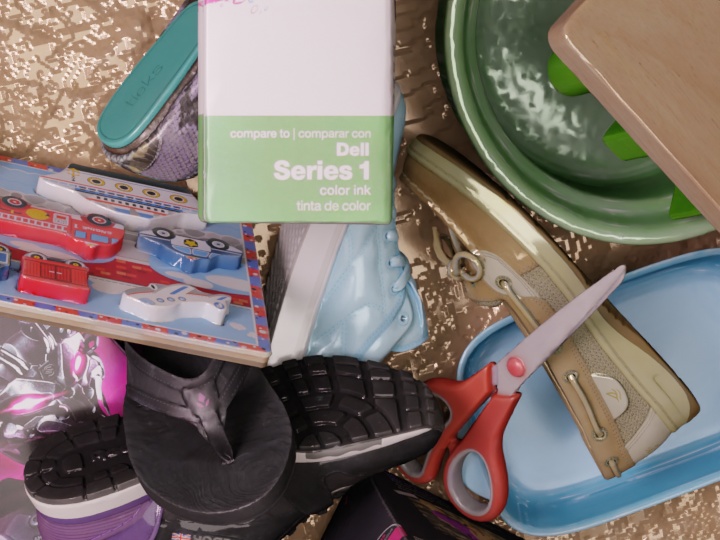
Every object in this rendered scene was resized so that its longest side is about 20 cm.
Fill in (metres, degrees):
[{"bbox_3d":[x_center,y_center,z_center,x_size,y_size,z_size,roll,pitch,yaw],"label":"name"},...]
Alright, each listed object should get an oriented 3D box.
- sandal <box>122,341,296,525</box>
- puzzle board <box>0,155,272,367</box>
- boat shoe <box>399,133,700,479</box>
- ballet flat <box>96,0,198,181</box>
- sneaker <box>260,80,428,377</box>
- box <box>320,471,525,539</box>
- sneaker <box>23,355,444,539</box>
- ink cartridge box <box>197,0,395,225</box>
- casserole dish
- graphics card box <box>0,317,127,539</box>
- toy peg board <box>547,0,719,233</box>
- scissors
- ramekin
[{"bbox_3d":[-0.084,0.040,0.976,0.075,0.201,0.048,-22,133,-1],"label":"sandal"},{"bbox_3d":[-0.142,-0.017,0.965,0.200,0.151,0.017,12,116,-14],"label":"puzzle board"},{"bbox_3d":[0.083,0.018,1.021,0.063,0.073,0.201,-43,110,4],"label":"boat shoe"},{"bbox_3d":[-0.053,-0.128,1.029,0.072,0.072,0.201,34,92,-11],"label":"ballet flat"},{"bbox_3d":[0.000,0.000,1.047,0.082,0.074,0.200,14,105,-15],"label":"sneaker"},{"bbox_3d":[0.030,0.186,1.005,0.106,0.200,0.122,26,93,-10],"label":"box"},{"bbox_3d":[-0.055,0.104,1.007,0.200,0.076,0.088,-12,122,0],"label":"sneaker"},{"bbox_3d":[-0.027,-0.122,0.916,0.084,0.145,0.201,0,93,-1],"label":"ink cartridge box"},{"bbox_3d":[0.138,0.061,1.086,0.200,0.039,0.121,-20,99,-6],"label":"casserole dish"},{"bbox_3d":[-0.169,0.070,1.039,0.125,0.051,0.200,-40,102,-2],"label":"graphics card box"},{"bbox_3d":[0.199,-0.097,0.958,0.200,0.098,0.199,46,74,-12],"label":"toy peg board"},{"bbox_3d":[0.066,0.048,1.006,0.073,0.200,0.014,43,46,21],"label":"scissors"},{"bbox_3d":[0.131,-0.117,1.031,0.199,0.098,0.201,-1,98,-8],"label":"ramekin"}]
